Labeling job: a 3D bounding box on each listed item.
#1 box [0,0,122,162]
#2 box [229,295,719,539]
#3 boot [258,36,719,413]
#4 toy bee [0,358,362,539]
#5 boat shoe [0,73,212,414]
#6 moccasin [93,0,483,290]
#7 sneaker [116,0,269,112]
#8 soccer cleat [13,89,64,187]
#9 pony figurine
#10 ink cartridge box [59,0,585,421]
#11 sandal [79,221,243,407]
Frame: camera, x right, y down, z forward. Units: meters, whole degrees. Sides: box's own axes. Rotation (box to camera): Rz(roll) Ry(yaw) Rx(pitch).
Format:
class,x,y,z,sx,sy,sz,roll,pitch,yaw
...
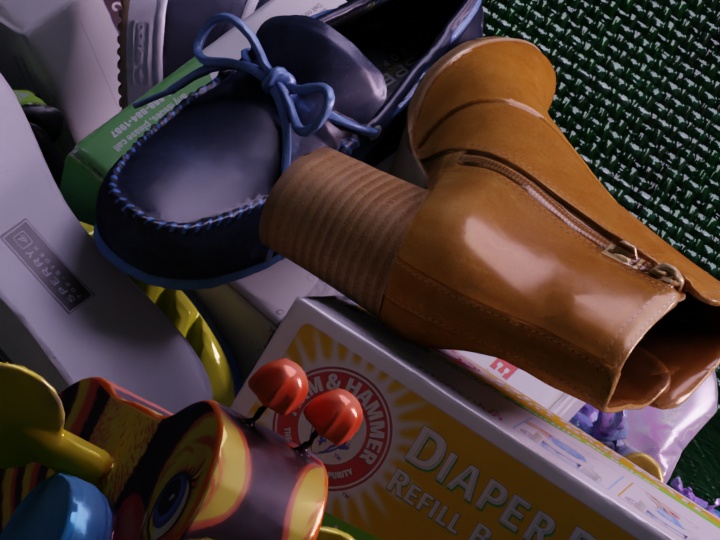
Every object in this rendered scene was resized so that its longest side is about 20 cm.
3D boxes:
class,x,y,z,sx,sy,sz,roll,pitch,yaw
box,-0.140,-0.119,1.129,0.200,0.131,0.199,38,-23,43
box,0.044,0.104,0.697,0.200,0.113,0.101,32,7,13
boot,0.070,-0.013,0.739,0.144,0.071,0.201,27,29,18
toy bee,-0.041,0.069,0.568,0.131,0.109,0.200,29,6,-46
boat shoe,-0.130,-0.005,0.738,0.069,0.057,0.200,-32,81,-41
moccasin,-0.024,-0.065,0.767,0.080,0.068,0.200,33,43,13
sneaker,-0.051,-0.042,0.989,0.108,0.200,0.070,4,28,8
soccer cleat,-0.187,-0.056,0.978,0.200,0.081,0.068,28,7,-39
pony figurine,0.114,0.102,1.058,0.193,0.166,0.200,65,7,6
ink cartridge box,0.000,0.000,0.842,0.200,0.147,0.083,41,-35,13
sandal,-0.129,0.006,0.811,0.200,0.080,0.087,34,2,6
